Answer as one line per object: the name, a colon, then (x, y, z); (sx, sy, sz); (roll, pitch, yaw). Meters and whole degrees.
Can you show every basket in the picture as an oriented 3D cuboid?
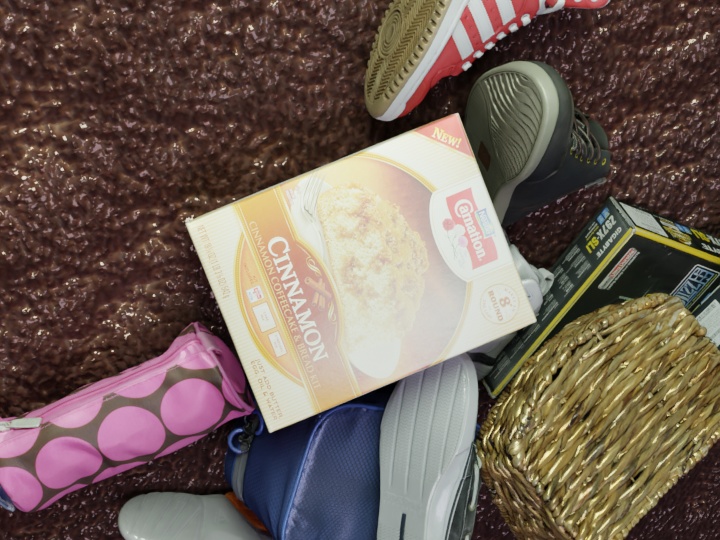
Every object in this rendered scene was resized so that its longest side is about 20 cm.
basket: (0.184, 0.118, 1.052); (0.200, 0.143, 0.149); (-41, -177, -15)

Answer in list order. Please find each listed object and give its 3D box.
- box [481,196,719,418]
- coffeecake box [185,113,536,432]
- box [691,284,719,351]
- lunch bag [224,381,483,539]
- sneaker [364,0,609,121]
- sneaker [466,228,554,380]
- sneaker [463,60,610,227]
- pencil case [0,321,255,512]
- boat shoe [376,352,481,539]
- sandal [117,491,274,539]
box: (0.218, 0.042, 1.123); (0.159, 0.050, 0.200); (15, 124, -37)
coffeecake box: (0.000, 0.000, 0.905); (0.199, 0.073, 0.155); (-22, 94, -3)
box: (0.373, 0.024, 1.131); (0.159, 0.046, 0.199); (-47, 151, 16)
lunch bag: (-0.016, 0.149, 1.055); (0.199, 0.132, 0.137); (14, 101, -33)
sneaker: (0.088, -0.170, 0.839); (0.112, 0.071, 0.201); (15, 122, -31)
sneaker: (0.066, 0.015, 1.010); (0.199, 0.075, 0.115); (23, 119, -44)
sneaker: (0.133, -0.100, 0.908); (0.105, 0.075, 0.200); (-21, 165, -13)
pencil case: (-0.184, 0.107, 0.977); (0.199, 0.091, 0.094); (-25, 131, -3)
boat shoe: (0.056, 0.151, 0.985); (0.071, 0.072, 0.202); (-5, 110, -53)
sandal: (-0.117, 0.237, 1.145); (0.205, 0.080, 0.059); (10, 129, -21)
